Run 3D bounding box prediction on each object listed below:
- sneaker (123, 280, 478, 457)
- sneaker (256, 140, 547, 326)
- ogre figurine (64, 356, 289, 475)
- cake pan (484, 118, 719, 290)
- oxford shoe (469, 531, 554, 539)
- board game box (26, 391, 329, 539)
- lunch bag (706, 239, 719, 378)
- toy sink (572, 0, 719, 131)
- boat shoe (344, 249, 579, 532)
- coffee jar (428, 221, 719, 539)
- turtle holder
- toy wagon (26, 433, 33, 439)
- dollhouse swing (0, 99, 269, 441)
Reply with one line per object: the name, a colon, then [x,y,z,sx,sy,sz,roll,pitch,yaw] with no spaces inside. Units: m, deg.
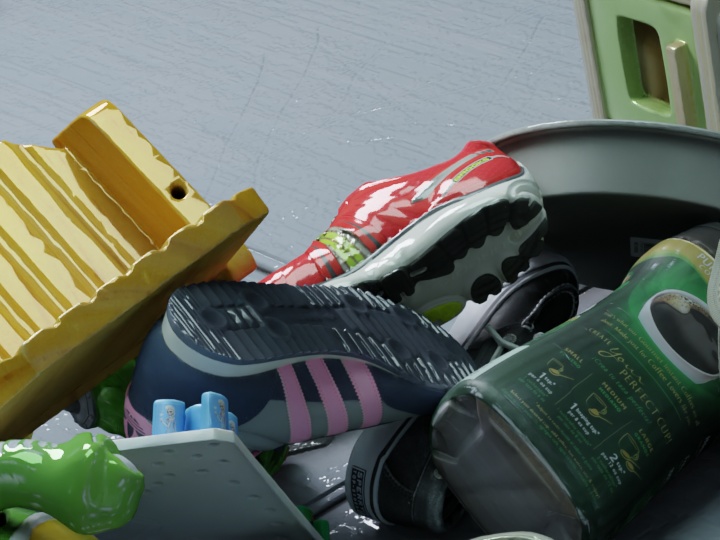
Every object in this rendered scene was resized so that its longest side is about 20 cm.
sneaker: [-0.031,0.055,1.304,0.199,0.082,0.070,9,35,-41]
sneaker: [0.000,0.000,1.387,0.199,0.077,0.085,-27,42,0]
ogre figurine: [-0.086,0.056,1.457,0.119,0.098,0.201,16,48,9]
cake pan: [0.154,-0.029,1.447,0.199,0.200,0.037,0,72,25]
oxford shoe: [0.015,0.160,1.251,0.199,0.076,0.058,-10,-17,24]
board game box: [-0.128,0.111,1.275,0.199,0.200,0.026,-8,66,12]
lunch bag: [0.245,0.034,1.225,0.117,0.201,0.164,-26,30,-27]
toy sink: [0.229,-0.134,1.652,0.112,0.131,0.200,-26,30,-26]
boat shoe: [0.072,0.062,1.398,0.068,0.074,0.199,14,38,32]
coffee jar: [0.134,0.059,1.335,0.200,0.085,0.104,-32,75,-34]
turtle holder: [-0.141,0.162,1.183,0.131,0.187,0.141,16,-6,12]
toy wagon: [-0.275,0.069,1.468,0.199,0.155,0.040,8,63,-18]
dollhouse swing: [-0.166,-0.009,1.326,0.200,0.176,0.182,-36,71,-23]
